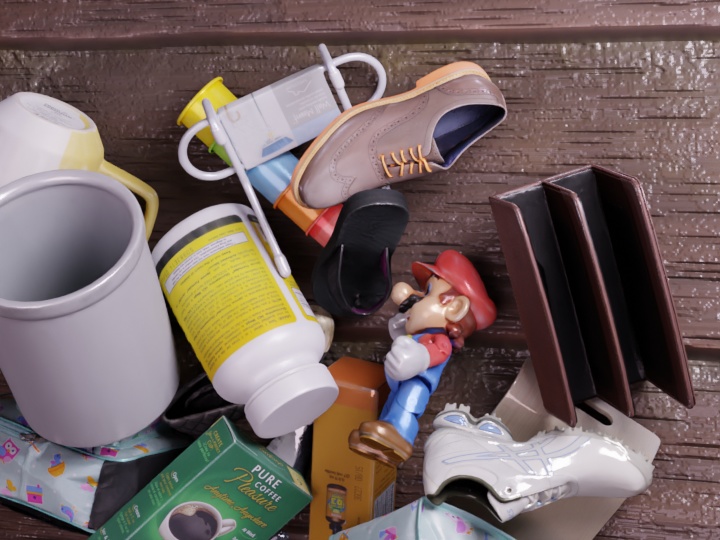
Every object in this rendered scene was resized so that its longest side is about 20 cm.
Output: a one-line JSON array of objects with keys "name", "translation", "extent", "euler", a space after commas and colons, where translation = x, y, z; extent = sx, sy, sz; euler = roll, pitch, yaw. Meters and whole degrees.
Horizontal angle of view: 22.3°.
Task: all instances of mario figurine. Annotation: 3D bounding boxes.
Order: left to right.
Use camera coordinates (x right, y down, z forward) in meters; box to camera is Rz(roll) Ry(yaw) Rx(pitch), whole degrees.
[{"name": "mario figurine", "translation": [0.038, 0.067, 1.613], "extent": [0.123, 0.200, 0.106], "euler": [4, 151, 47]}]

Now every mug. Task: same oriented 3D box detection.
[{"name": "mug", "translation": [-0.304, -0.082, 1.753], "extent": [0.149, 0.186, 0.153], "euler": [42, 115, 46]}]

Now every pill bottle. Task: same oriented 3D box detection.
[{"name": "pill bottle", "translation": [-0.103, 0.048, 1.665], "extent": [0.112, 0.112, 0.200], "euler": [-43, 65, 29]}]

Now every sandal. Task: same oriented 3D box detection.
[{"name": "sandal", "translation": [-0.001, 0.000, 1.616], "extent": [0.075, 0.048, 0.201], "euler": [-4, 150, -10]}]

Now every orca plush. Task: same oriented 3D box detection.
[{"name": "orca plush", "translation": [-0.100, 0.208, 1.777], "extent": [0.105, 0.071, 0.200], "euler": [20, 94, 10]}]

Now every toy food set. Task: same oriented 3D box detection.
[{"name": "toy food set", "translation": [0.159, 0.190, 1.667], "extent": [0.143, 0.060, 0.200], "euler": [33, 119, -2]}]

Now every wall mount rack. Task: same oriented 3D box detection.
[{"name": "wall mount rack", "translation": [-0.052, -0.100, 1.616], "extent": [0.200, 0.075, 0.174], "euler": [-25, 127, 1]}]

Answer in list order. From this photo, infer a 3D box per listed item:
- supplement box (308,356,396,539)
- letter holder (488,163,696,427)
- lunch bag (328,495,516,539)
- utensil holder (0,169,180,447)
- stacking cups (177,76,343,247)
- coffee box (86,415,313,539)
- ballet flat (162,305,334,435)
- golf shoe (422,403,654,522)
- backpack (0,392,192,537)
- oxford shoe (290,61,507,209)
[{"name": "supplement box", "translation": [-0.006, 0.188, 1.729], "extent": [0.066, 0.069, 0.201], "euler": [11, 110, 21]}, {"name": "letter holder", "translation": [0.195, 0.026, 1.524], "extent": [0.100, 0.142, 0.200], "euler": [-18, 102, -8]}, {"name": "lunch bag", "translation": [0.085, 0.299, 1.651], "extent": [0.200, 0.122, 0.170], "euler": [25, 150, -24]}, {"name": "utensil holder", "translation": [-0.259, 0.039, 1.643], "extent": [0.170, 0.170, 0.200], "euler": [12, 139, 20]}, {"name": "stacking cups", "translation": [-0.076, -0.091, 1.679], "extent": [0.200, 0.061, 0.061], "euler": [42, 119, 0]}, {"name": "coffee box", "translation": [-0.155, 0.237, 1.696], "extent": [0.200, 0.044, 0.123], "euler": [-43, 128, 9]}, {"name": "ballet flat", "translation": [-0.104, 0.100, 1.739], "extent": [0.200, 0.057, 0.067], "euler": [-37, 74, 21]}, {"name": "golf shoe", "translation": [0.149, 0.183, 1.570], "extent": [0.199, 0.097, 0.078], "euler": [7, 140, 14]}, {"name": "backpack", "translation": [-0.283, 0.172, 1.786], "extent": [0.200, 0.176, 0.154], "euler": [8, 97, 19]}, {"name": "oxford shoe", "translation": [0.032, -0.108, 1.555], "extent": [0.200, 0.073, 0.071], "euler": [-33, 127, -2]}]
